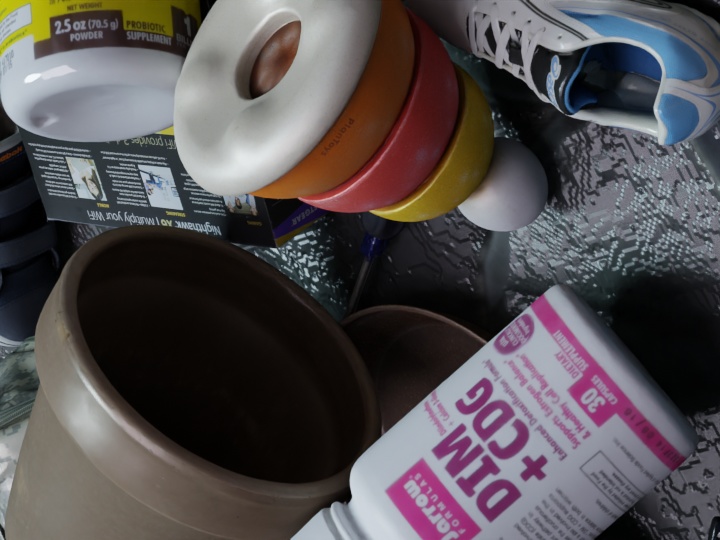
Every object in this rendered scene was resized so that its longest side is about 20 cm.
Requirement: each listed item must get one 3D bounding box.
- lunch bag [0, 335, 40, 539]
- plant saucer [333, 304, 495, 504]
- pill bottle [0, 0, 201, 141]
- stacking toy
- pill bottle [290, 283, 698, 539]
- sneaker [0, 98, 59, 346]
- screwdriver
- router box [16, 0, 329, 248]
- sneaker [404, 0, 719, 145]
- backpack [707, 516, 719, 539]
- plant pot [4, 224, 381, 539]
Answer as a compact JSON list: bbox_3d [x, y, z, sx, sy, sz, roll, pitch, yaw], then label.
[{"bbox_3d":[-0.155,0.133,1.791,0.139,0.167,0.201,0,118,55],"label":"lunch bag"},{"bbox_3d":[0.059,0.102,1.668,0.200,0.037,0.201,26,133,32],"label":"plant saucer"},{"bbox_3d":[-0.142,-0.178,1.566,0.109,0.109,0.201,-28,62,51],"label":"pill bottle"},{"bbox_3d":[0.017,-0.070,1.501,0.200,0.147,0.146,30,154,-34],"label":"stacking toy"},{"bbox_3d":[0.067,0.112,1.525,0.113,0.200,0.113,48,-175,-5],"label":"pill bottle"},{"bbox_3d":[-0.229,-0.045,1.822,0.079,0.078,0.201,0,115,51],"label":"sneaker"},{"bbox_3d":[0.000,0.000,1.665,0.200,0.028,0.029,113,145,-47],"label":"screwdriver"},{"bbox_3d":[-0.121,-0.101,1.693,0.199,0.052,0.158,8,123,42],"label":"router box"},{"bbox_3d":[0.095,-0.115,1.452,0.199,0.072,0.072,23,133,35],"label":"sneaker"},{"bbox_3d":[0.273,0.076,1.346,0.183,0.147,0.201,31,140,26],"label":"backpack"},{"bbox_3d":[-0.114,0.102,1.631,0.200,0.200,0.175,44,124,12],"label":"plant pot"}]
